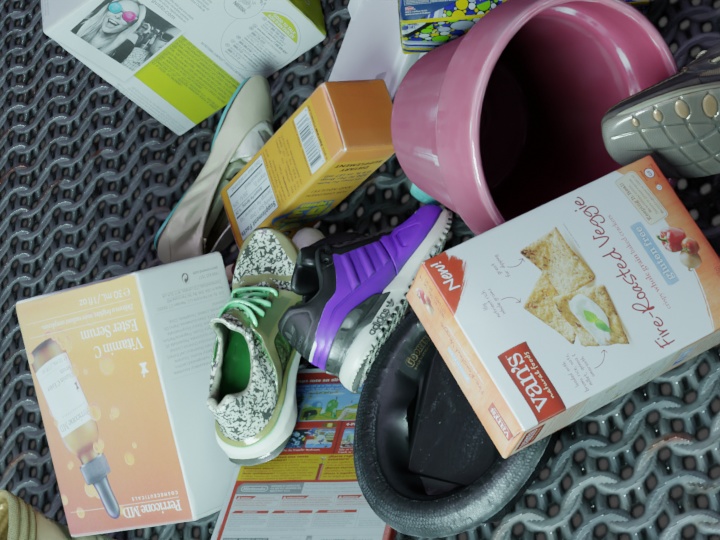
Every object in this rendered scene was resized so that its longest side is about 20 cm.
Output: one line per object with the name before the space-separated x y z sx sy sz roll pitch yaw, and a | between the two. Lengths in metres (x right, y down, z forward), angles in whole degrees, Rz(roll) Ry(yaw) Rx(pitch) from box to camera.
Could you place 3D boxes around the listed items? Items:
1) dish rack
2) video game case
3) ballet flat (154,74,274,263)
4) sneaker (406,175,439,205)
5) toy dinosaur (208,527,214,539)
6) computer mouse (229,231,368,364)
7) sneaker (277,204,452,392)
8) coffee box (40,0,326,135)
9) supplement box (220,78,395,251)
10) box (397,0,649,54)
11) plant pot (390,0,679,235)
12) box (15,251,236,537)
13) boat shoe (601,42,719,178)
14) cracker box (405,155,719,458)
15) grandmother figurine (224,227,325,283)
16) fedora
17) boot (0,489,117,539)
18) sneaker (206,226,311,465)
dish rack | 0.017 -0.193 1.494 0.171 0.043 0.202 -13 54 60
video game case | -0.029 0.151 1.297 0.141 0.018 0.201 -3 42 20
ballet flat | -0.118 -0.084 1.576 0.069 0.069 0.201 21 80 46
sneaker | 0.087 -0.144 1.433 0.091 0.077 0.201 2 61 60
toy dinosaur | -0.045 0.235 1.300 0.134 0.103 0.201 -13 37 17
computer mouse | -0.059 0.042 1.408 0.199 0.053 0.139 -32 83 12
sneaker | 0.000 0.000 1.336 0.099 0.070 0.201 26 45 11
coffee box | -0.175 -0.296 1.652 0.197 0.200 0.201 -31 48 22
supplement box | -0.044 -0.087 1.439 0.200 0.066 0.069 -37 66 52
box | 0.128 -0.222 1.359 0.197 0.070 0.065 -4 75 2
plant pot | 0.120 -0.110 1.297 0.201 0.199 0.179 -61 27 -9
box | -0.177 0.103 1.396 0.151 0.106 0.202 -14 90 37
boat shoe | 0.268 -0.123 1.226 0.198 0.075 0.074 -13 35 0
cracker box | 0.149 0.022 1.159 0.199 0.058 0.135 -25 72 -21
grandmother figurine | -0.101 0.036 1.480 0.200 0.060 0.122 -39 59 18
fedora | 0.089 0.110 1.239 0.199 0.091 0.202 -22 51 30
boot | -0.264 0.294 1.383 0.072 0.155 0.202 -11 57 35
sneaker | -0.084 0.045 1.324 0.076 0.089 0.202 -8 58 18
